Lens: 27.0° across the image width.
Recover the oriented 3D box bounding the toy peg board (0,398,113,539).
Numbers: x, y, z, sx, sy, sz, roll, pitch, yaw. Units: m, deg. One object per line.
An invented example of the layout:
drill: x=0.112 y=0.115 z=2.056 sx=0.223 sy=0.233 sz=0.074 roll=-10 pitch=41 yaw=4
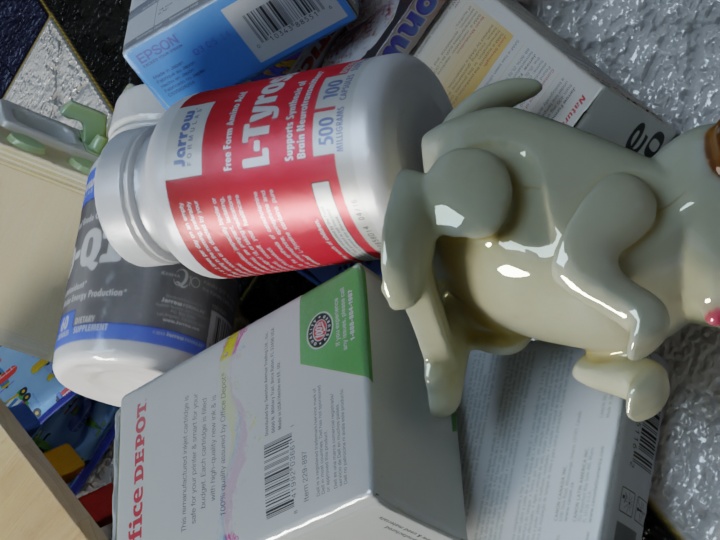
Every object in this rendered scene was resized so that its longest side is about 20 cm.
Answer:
toy peg board: x=-0.254 y=0.203 z=1.106 sx=0.199 sy=0.098 sz=0.200 roll=50 pitch=117 yaw=12

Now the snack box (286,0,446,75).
snack box: x=0.015 y=-0.165 z=0.947 sx=0.200 sy=0.024 sz=0.072 roll=-54 pitch=40 yaw=16

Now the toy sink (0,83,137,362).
toy sink: x=-0.245 y=-0.056 z=1.131 sx=0.200 sy=0.112 sz=0.130 roll=-63 pitch=24 yaw=13

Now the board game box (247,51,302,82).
board game box: x=-0.018 y=-0.210 z=1.082 sx=0.200 sy=0.045 sz=0.135 roll=1 pitch=75 yaw=41

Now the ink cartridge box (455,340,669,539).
ink cartridge box: x=0.065 y=0.121 z=0.837 sx=0.200 sy=0.047 sz=0.161 roll=-6 pitch=62 yaw=41

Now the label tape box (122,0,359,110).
label tape box: x=-0.076 y=-0.208 z=0.995 sx=0.144 sy=0.063 sz=0.200 roll=-26 pitch=37 yaw=19

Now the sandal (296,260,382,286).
sandal: x=0.000 y=0.000 z=0.964 sx=0.200 sy=0.087 sz=0.080 roll=39 pitch=103 yaw=47

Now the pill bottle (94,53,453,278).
pill bottle: x=-0.050 y=-0.055 z=0.867 sx=0.199 sy=0.112 sz=0.113 roll=-7 pitch=68 yaw=29

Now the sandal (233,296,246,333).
sandal: x=-0.123 y=0.023 z=1.102 sx=0.212 sy=0.078 sz=0.070 roll=30 pitch=81 yaw=43

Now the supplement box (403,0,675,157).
supplement box: x=0.081 y=-0.093 z=0.918 sx=0.126 sy=0.073 sz=0.200 roll=-55 pitch=41 yaw=16

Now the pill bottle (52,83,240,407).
pill bottle: x=-0.133 y=-0.016 z=1.001 sx=0.114 sy=0.114 sz=0.201 roll=-17 pitch=58 yaw=44

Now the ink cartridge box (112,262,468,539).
ink cartridge box: x=-0.045 y=0.110 z=0.848 sx=0.200 sy=0.087 sz=0.146 roll=-28 pitch=48 yaw=30

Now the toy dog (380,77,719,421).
toy dog: x=0.129 y=-0.015 z=0.758 sx=0.199 sy=0.140 sz=0.194 roll=-2 pitch=44 yaw=15

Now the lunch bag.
lunch bag: x=-0.245 y=0.078 z=1.218 sx=0.200 sy=0.094 sz=0.151 roll=-50 pitch=41 yaw=6
